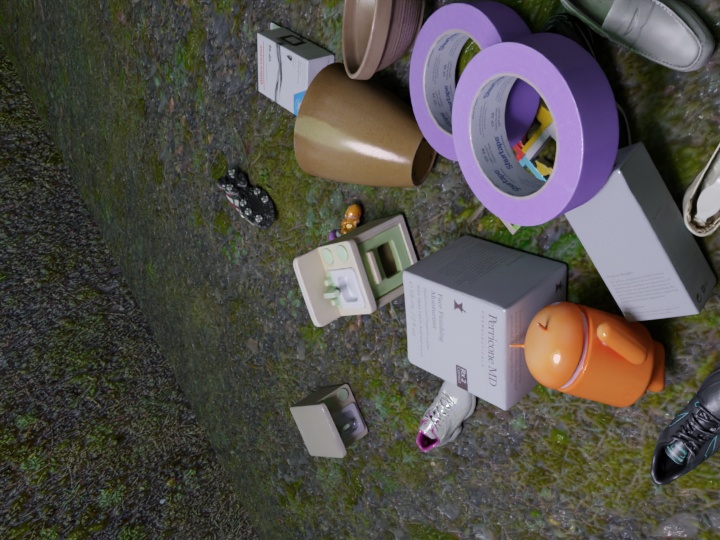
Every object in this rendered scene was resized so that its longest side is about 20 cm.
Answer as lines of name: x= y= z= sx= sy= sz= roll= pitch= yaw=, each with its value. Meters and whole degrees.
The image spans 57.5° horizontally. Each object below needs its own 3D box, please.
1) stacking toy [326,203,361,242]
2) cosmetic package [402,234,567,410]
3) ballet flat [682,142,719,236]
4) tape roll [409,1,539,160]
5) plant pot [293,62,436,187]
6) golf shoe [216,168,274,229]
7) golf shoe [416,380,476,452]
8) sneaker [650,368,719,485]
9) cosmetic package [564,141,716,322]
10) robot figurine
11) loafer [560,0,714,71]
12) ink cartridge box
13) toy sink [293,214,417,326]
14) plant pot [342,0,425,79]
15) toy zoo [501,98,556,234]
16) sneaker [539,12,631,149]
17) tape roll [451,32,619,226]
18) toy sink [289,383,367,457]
stacking toy: x=-0.034 y=-0.040 z=1.306 sx=0.109 sy=0.114 sz=0.205 roll=33 pitch=123 yaw=32
cosmetic package: x=0.190 y=0.070 z=1.004 sx=0.197 sy=0.163 sz=0.170 roll=20 pitch=126 yaw=44
ballet flat: x=0.404 y=-0.119 z=0.694 sx=0.069 sy=0.068 sz=0.204 roll=42 pitch=139 yaw=28
tape roll: x=0.153 y=-0.259 z=0.907 sx=0.199 sy=0.064 sz=0.206 roll=32 pitch=130 yaw=48
plant pot: x=0.021 y=-0.215 z=1.067 sx=0.196 sy=0.186 sz=0.191 roll=25 pitch=131 yaw=25
golf shoe: x=-0.263 y=-0.159 z=1.564 sx=0.200 sy=0.076 sz=0.089 roll=46 pitch=161 yaw=29
golf shoe: x=0.159 y=0.270 z=1.233 sx=0.075 sy=0.090 sz=0.204 roll=40 pitch=137 yaw=32
sneaker: x=0.437 y=0.208 z=0.838 sx=0.075 sy=0.078 sz=0.204 roll=41 pitch=137 yaw=29
cosmetic package: x=0.331 y=-0.041 z=0.791 sx=0.101 sy=0.074 sz=0.203 roll=-15 pitch=112 yaw=55
robot figurine: x=0.302 y=0.108 z=0.862 sx=0.144 sy=0.194 sz=0.120 roll=-105 pitch=31 yaw=-73
loafer: x=0.296 y=-0.283 z=0.732 sx=0.200 sy=0.069 sz=0.071 roll=44 pitch=140 yaw=28
ink cartridge box: x=-0.138 y=-0.381 z=1.250 sx=0.199 sy=0.066 sz=0.119 roll=37 pitch=138 yaw=34
toy sink: x=0.000 y=0.000 z=1.171 sx=0.111 sy=0.197 sz=0.134 roll=-9 pitch=104 yaw=53
plant pot: x=0.037 y=-0.383 z=0.963 sx=0.200 sy=0.090 sz=0.208 roll=-177 pitch=90 yaw=-75
toy zoo: x=0.235 y=-0.161 z=0.930 sx=0.133 sy=0.020 sz=0.201 roll=54 pitch=144 yaw=16
sneaker: x=0.258 y=-0.203 z=0.785 sx=0.072 sy=0.111 sz=0.205 roll=-20 pitch=94 yaw=37
tape roll: x=0.192 y=-0.159 z=0.750 sx=0.199 sy=0.064 sz=0.205 roll=40 pitch=141 yaw=42
toy sink: x=-0.066 y=0.356 z=1.564 sx=0.199 sy=0.110 sz=0.133 roll=-26 pitch=90 yaw=60
